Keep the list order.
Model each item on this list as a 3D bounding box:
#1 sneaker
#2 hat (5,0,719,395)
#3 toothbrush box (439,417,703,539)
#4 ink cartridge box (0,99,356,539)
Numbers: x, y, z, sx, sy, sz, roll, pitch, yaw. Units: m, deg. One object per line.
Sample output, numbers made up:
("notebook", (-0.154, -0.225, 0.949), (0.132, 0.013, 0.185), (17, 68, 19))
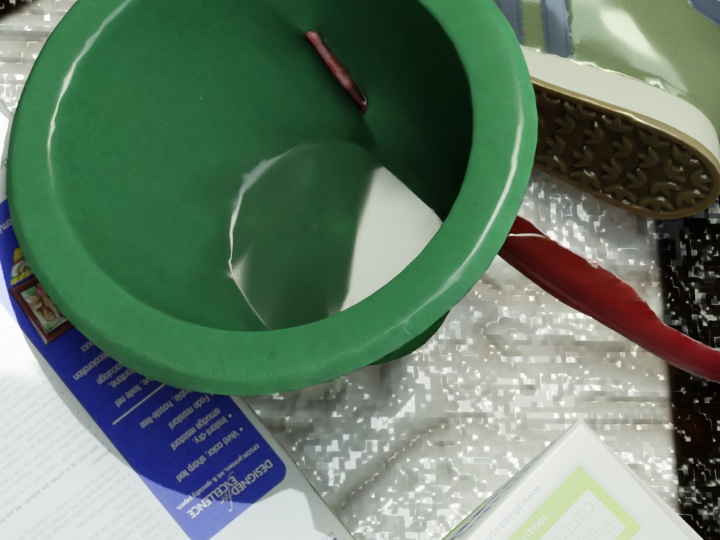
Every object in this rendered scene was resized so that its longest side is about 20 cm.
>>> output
("sneaker", (0.045, -0.099, 0.988), (0.200, 0.067, 0.090), (27, 56, -1))
("hat", (0.000, 0.000, 0.958), (0.200, 0.176, 0.166), (39, 81, 28))
("toothbrush box", (0.018, 0.142, 0.831), (0.086, 0.200, 0.146), (45, 70, 2))
("ink cartridge box", (-0.097, 0.045, 0.920), (0.095, 0.037, 0.200), (-37, 83, -22))
